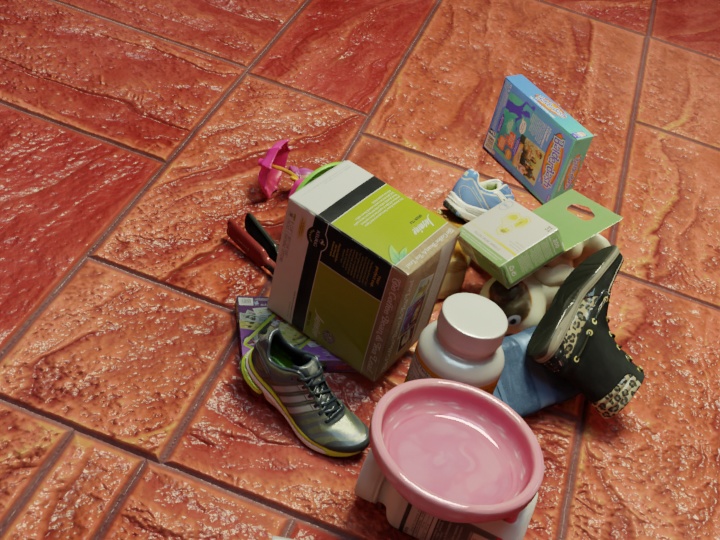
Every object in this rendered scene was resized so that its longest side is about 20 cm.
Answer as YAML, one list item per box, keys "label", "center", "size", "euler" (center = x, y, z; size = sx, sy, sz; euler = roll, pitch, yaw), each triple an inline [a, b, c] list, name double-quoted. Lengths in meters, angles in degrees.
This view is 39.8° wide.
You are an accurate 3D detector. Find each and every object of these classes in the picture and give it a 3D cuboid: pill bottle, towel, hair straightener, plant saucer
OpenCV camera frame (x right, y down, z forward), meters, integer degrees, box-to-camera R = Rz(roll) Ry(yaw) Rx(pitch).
- label: "pill bottle"
  center: [0.097, 0.266, 1.162]
  size: [0.198, 0.111, 0.111]
  euler: [24, 41, 10]
- label: "towel"
  center: [0.237, 0.137, 1.370]
  size: [0.198, 0.048, 0.113]
  euler: [-15, 83, -27]
- label: "hair straightener"
  center: [-0.111, -0.021, 1.480]
  size: [0.200, 0.041, 0.077]
  euler: [39, 46, 26]
- label: "pill bottle"
  center: [0.115, 0.132, 1.246]
  size: [0.112, 0.201, 0.113]
  euler: [10, 36, -7]
- label: "plant saucer"
  center: [0.103, 0.206, 1.106]
  size: [0.198, 0.051, 0.201]
  euler: [11, 34, -8]

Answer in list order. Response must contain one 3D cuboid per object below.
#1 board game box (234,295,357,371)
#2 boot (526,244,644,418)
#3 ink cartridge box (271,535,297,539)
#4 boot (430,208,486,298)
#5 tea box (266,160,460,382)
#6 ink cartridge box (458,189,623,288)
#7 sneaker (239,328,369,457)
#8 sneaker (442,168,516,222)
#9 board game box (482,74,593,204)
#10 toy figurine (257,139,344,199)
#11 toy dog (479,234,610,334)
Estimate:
- label: "board game box"
  center: [-0.072, 0.088, 1.379]
  size: [0.198, 0.033, 0.121]
  euler: [2, 39, -14]
- label: "boot"
  center: [0.333, 0.083, 1.363]
  size: [0.154, 0.073, 0.204]
  euler: [42, 69, -11]
- label: "ink cartridge box"
  center: [-0.014, 0.373, 1.026]
  size: [0.198, 0.085, 0.145]
  euler: [13, 40, -4]
- label: "boot"
  center: [0.117, -0.032, 1.551]
  size: [0.200, 0.071, 0.144]
  euler: [-18, 45, -40]
- label: "tea box"
  center: [0.000, 0.000, 1.325]
  size: [0.196, 0.201, 0.133]
  euler: [34, 44, 19]
- label: "ink cartridge box"
  center: [0.254, -0.065, 1.436]
  size: [0.199, 0.048, 0.146]
  euler: [-32, 30, -7]
- label: "sneaker"
  center: [-0.066, 0.155, 1.251]
  size: [0.199, 0.081, 0.074]
  euler: [38, 46, 9]
- label: "sneaker"
  center: [0.232, -0.100, 1.614]
  size: [0.199, 0.078, 0.076]
  euler: [19, 14, -30]
- label: "board game box"
  center: [0.310, -0.228, 1.761]
  size: [0.045, 0.153, 0.200]
  euler: [-14, 49, -31]
- label: "toy figurine"
  center: [-0.077, -0.135, 1.573]
  size: [0.199, 0.151, 0.184]
  euler: [9, 24, -43]
- label: "toy dog"
  center: [0.251, 0.014, 1.470]
  size: [0.193, 0.140, 0.200]
  euler: [40, 54, 3]
